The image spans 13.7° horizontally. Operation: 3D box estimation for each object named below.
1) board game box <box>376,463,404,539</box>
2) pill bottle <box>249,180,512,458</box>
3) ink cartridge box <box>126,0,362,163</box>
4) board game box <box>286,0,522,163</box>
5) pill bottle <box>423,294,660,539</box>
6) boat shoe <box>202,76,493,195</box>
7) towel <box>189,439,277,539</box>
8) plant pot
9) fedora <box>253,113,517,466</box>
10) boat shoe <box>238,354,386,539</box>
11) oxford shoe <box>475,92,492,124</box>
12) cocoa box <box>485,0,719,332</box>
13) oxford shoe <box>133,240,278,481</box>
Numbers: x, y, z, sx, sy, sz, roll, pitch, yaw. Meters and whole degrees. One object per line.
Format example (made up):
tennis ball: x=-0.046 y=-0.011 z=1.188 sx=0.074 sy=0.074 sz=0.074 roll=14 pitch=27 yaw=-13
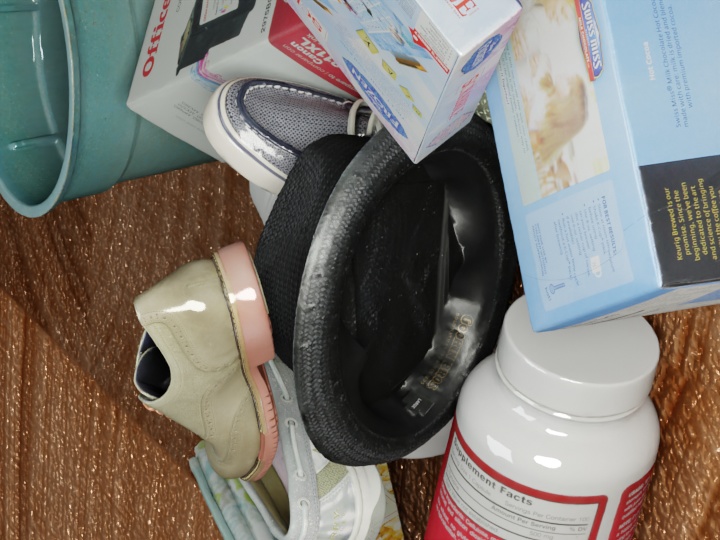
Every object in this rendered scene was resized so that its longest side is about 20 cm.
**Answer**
board game box: x=-0.023 y=0.111 z=1.863 sx=0.200 sy=0.046 sz=0.152 roll=77 pitch=167 yaw=-51
pill bottle: x=0.014 y=0.002 z=1.761 sx=0.200 sy=0.114 sz=0.115 roll=61 pitch=147 yaw=37
ink cartridge box: x=-0.038 y=-0.162 z=1.749 sx=0.200 sy=0.083 sz=0.147 roll=-19 pitch=51 yaw=51
board game box: x=-0.009 y=-0.163 z=1.437 sx=0.200 sy=0.041 sz=0.200 roll=52 pitch=169 yaw=6
pill bottle: x=0.099 y=0.114 z=1.620 sx=0.112 sy=0.112 sz=0.201 roll=54 pitch=142 yaw=44
boat shoe: x=0.018 y=-0.075 z=1.661 sx=0.093 sy=0.199 sz=0.075 roll=-46 pitch=31 yaw=49
towel: x=-0.036 y=0.212 z=1.923 sx=0.200 sy=0.048 sz=0.171 roll=61 pitch=-179 yaw=37
plant pot: x=-0.133 y=-0.146 z=1.924 sx=0.200 sy=0.195 sz=0.202 roll=29 pitch=124 yaw=58
fedora: x=0.000 y=0.000 z=1.600 sx=0.091 sy=0.200 sz=0.202 roll=21 pitch=118 yaw=36
boat shoe: x=-0.057 y=0.088 z=1.725 sx=0.075 sy=0.064 sz=0.202 roll=-60 pitch=44 yaw=29
oxford shoe: x=0.122 y=-0.080 z=1.591 sx=0.200 sy=0.058 sz=0.076 roll=41 pitch=128 yaw=33
cocoa box: x=0.146 y=-0.083 z=1.445 sx=0.133 sy=0.131 sz=0.201 roll=-23 pitch=77 yaw=63
oxford shoe: x=-0.086 y=0.055 z=1.601 sx=0.200 sy=0.073 sz=0.071 roll=87 pitch=164 yaw=-54
